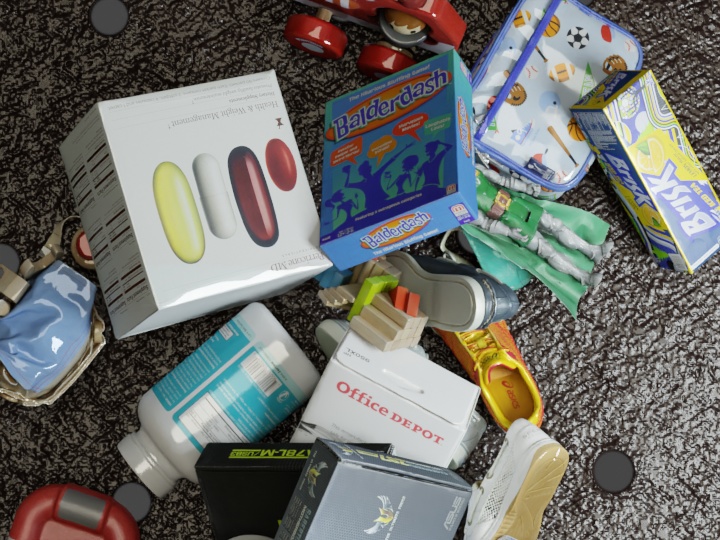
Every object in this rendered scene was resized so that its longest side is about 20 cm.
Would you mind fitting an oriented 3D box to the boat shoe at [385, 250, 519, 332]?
[{"bbox_3d":[0.078,0.019,1.524,0.061,0.199,0.076,-1,94,-32],"label":"boat shoe"}]

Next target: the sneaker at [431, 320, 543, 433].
[{"bbox_3d":[0.126,0.074,1.564,0.073,0.077,0.201,-34,77,-3],"label":"sneaker"}]

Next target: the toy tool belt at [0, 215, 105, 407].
[{"bbox_3d":[-0.308,0.038,1.538,0.124,0.123,0.201,31,84,2],"label":"toy tool belt"}]

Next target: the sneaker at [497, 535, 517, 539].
[{"bbox_3d":[0.176,0.361,1.516,0.115,0.081,0.199,-43,117,4],"label":"sneaker"}]

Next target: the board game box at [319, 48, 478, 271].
[{"bbox_3d":[0.036,-0.110,1.511,0.151,0.045,0.201,-21,44,22],"label":"board game box"}]

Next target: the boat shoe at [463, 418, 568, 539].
[{"bbox_3d":[0.138,0.234,1.537,0.069,0.070,0.201,47,123,40],"label":"boat shoe"}]

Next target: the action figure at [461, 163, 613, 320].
[{"bbox_3d":[0.154,-0.051,1.537,0.199,0.055,0.119,29,57,-10],"label":"action figure"}]

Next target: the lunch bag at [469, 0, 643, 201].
[{"bbox_3d":[0.183,-0.179,1.588,0.159,0.076,0.201,32,79,-2],"label":"lunch bag"}]

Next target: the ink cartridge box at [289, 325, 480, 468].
[{"bbox_3d":[0.009,0.172,1.502,0.144,0.084,0.201,27,120,2],"label":"ink cartridge box"}]

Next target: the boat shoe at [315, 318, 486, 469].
[{"bbox_3d":[0.043,0.111,1.572,0.201,0.070,0.072,43,68,3],"label":"boat shoe"}]

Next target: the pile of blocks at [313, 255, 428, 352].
[{"bbox_3d":[0.000,0.000,1.518,0.081,0.200,0.063,10,115,-34],"label":"pile of blocks"}]

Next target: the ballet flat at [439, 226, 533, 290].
[{"bbox_3d":[0.098,-0.057,1.586,0.070,0.067,0.201,-38,84,11],"label":"ballet flat"}]

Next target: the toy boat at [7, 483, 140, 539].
[{"bbox_3d":[-0.297,0.311,1.508,0.129,0.131,0.202,17,84,1],"label":"toy boat"}]

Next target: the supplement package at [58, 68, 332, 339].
[{"bbox_3d":[-0.161,-0.064,1.509,0.190,0.147,0.202,-15,84,-27],"label":"supplement package"}]

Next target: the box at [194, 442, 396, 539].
[{"bbox_3d":[-0.044,0.255,1.483,0.191,0.048,0.202,-3,119,17],"label":"box"}]

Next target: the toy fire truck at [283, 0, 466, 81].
[{"bbox_3d":[0.010,-0.269,1.551,0.198,0.168,0.113,22,85,1],"label":"toy fire truck"}]

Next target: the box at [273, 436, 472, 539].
[{"bbox_3d":[-0.006,0.259,1.375,0.157,0.051,0.202,18,98,-35],"label":"box"}]

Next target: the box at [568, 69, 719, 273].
[{"bbox_3d":[0.292,-0.098,1.549,0.070,0.064,0.201,-38,111,-16],"label":"box"}]

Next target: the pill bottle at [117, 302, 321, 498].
[{"bbox_3d":[-0.143,0.133,1.538,0.200,0.111,0.111,-40,86,-4],"label":"pill bottle"}]

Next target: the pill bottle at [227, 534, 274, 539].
[{"bbox_3d":[-0.114,0.352,1.465,0.118,0.120,0.201,15,125,1],"label":"pill bottle"}]
